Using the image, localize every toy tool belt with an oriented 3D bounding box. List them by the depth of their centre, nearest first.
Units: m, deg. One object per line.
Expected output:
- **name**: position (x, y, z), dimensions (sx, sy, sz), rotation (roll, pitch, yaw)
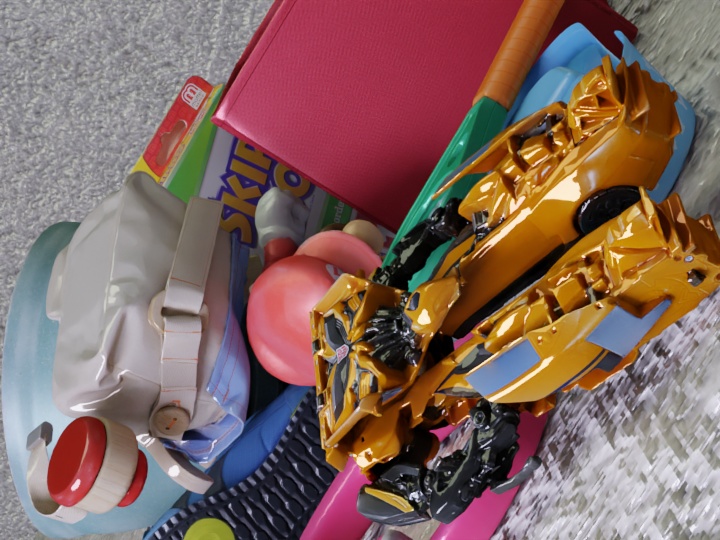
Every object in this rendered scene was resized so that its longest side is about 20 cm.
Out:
- **toy tool belt**: position (-0.099, 0.053, 0.893), dimensions (0.125, 0.122, 0.201), rotation (-38, 39, 38)

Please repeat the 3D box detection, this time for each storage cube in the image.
- **storage cube**: position (0.035, -0.131, 0.986), dimensions (0.201, 0.179, 0.171), rotation (-57, 9, 15)

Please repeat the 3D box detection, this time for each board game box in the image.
- **board game box**: position (-0.050, -0.035, 1.069), dimensions (0.096, 0.199, 0.030), rotation (-60, 17, -12)

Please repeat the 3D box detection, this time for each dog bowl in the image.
- **dog bowl**: position (0.102, -0.055, 0.784), dimensions (0.112, 0.049, 0.200), rotation (-58, 9, 7)

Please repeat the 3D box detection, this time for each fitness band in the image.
- **fitness band**: position (0.021, 0.102, 0.754), dimensions (0.200, 0.037, 0.144), rotation (-47, 15, 50)

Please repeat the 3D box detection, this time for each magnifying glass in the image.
- **magnifying glass**: position (0.058, -0.065, 0.841), dimensions (0.201, 0.022, 0.080), rotation (-65, 9, -22)

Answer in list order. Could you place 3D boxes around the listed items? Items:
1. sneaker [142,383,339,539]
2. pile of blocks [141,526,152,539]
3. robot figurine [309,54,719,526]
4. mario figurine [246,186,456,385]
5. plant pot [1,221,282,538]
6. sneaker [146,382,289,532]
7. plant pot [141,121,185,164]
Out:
- **sneaker**: position (-0.065, 0.132, 0.945), dimensions (0.200, 0.066, 0.078), rotation (-45, 11, -16)
- **pile of blocks**: position (-0.130, 0.210, 1.084), dimensions (0.201, 0.082, 0.062), rotation (-57, 9, 11)
- **robot figurine**: position (0.049, 0.011, 0.652), dimensions (0.200, 0.058, 0.146), rotation (-39, 40, 30)
- **mario figurine**: position (0.000, 0.000, 0.926), dimensions (0.200, 0.122, 0.107), rotation (-32, -66, -80)
- **plant pot**: position (-0.125, 0.069, 1.039), dimensions (0.200, 0.133, 0.202), rotation (-1, -90, -78)
- **sneaker**: position (-0.077, 0.126, 1.156), dimensions (0.201, 0.075, 0.078), rotation (-53, -2, -7)
- **plant pot**: position (-0.065, -0.073, 1.375), dimensions (0.202, 0.200, 0.195), rotation (-62, 18, -20)
